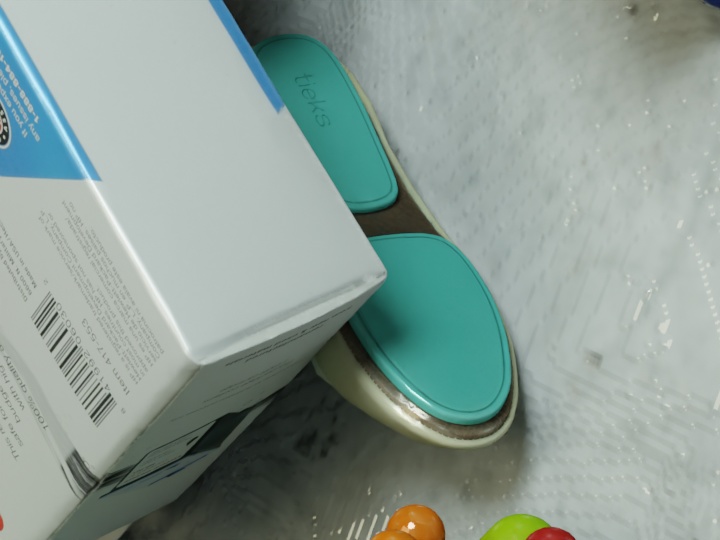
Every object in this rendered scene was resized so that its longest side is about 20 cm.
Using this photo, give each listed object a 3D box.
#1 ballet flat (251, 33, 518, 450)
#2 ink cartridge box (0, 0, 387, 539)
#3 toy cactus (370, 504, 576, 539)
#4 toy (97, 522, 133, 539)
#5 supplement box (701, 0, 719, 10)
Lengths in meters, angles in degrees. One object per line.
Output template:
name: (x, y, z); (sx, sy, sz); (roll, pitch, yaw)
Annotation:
ballet flat: (0.000, 0.000, 0.810); (0.069, 0.069, 0.200); (-47, 46, 28)
ink cartridge box: (-0.096, -0.001, 0.787); (0.147, 0.086, 0.200); (59, 147, 11)
toy cactus: (-0.014, 0.142, 0.745); (0.200, 0.102, 0.165); (-47, 9, 1)
toy: (-0.138, 0.026, 0.944); (0.115, 0.047, 0.200); (-47, 69, 30)
supplement box: (0.127, -0.193, 0.680); (0.200, 0.109, 0.110); (-47, 48, 29)
